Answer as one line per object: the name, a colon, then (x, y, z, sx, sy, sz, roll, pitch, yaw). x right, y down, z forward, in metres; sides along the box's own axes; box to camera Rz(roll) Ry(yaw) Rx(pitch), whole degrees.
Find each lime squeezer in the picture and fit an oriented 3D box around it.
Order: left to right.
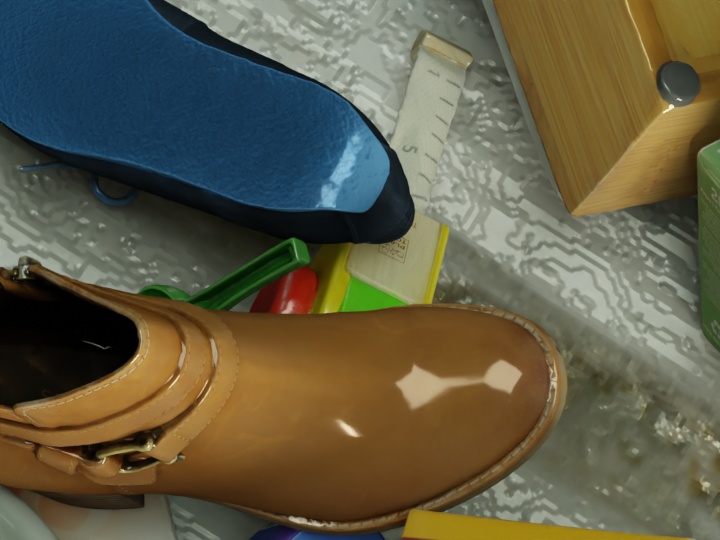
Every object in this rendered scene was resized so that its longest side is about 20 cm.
lime squeezer: (-0.098, 0.032, 1.014, 0.199, 0.071, 0.038, -18, 93, 17)

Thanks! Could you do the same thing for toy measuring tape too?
toy measuring tape: (0.000, 0.000, 1.048, 0.073, 0.074, 0.200, 18, 49, -3)

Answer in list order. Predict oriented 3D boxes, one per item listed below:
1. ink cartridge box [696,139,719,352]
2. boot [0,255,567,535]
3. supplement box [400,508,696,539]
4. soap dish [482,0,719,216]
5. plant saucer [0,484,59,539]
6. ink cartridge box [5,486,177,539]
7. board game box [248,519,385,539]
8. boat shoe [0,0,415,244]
ink cartridge box: (0.189, -0.058, 1.013, 0.145, 0.200, 0.048, -27, 50, -15)
boot: (-0.044, 0.029, 0.896, 0.199, 0.155, 0.077, -1, 73, 13)
supplement box: (0.049, 0.185, 0.892, 0.110, 0.086, 0.200, 3, 63, 36)
soap dish: (0.117, -0.129, 1.065, 0.157, 0.081, 0.201, -11, 76, -31)
plant saucer: (-0.183, 0.137, 0.903, 0.199, 0.050, 0.200, 0, 40, 0)
ink cartridge box: (-0.129, 0.164, 0.975, 0.162, 0.050, 0.201, -13, 73, -12)
board game box: (-0.042, 0.185, 0.945, 0.200, 0.045, 0.135, -39, 98, -30)
boat shoe: (-0.068, -0.049, 1.024, 0.200, 0.069, 0.084, 33, 86, 34)
